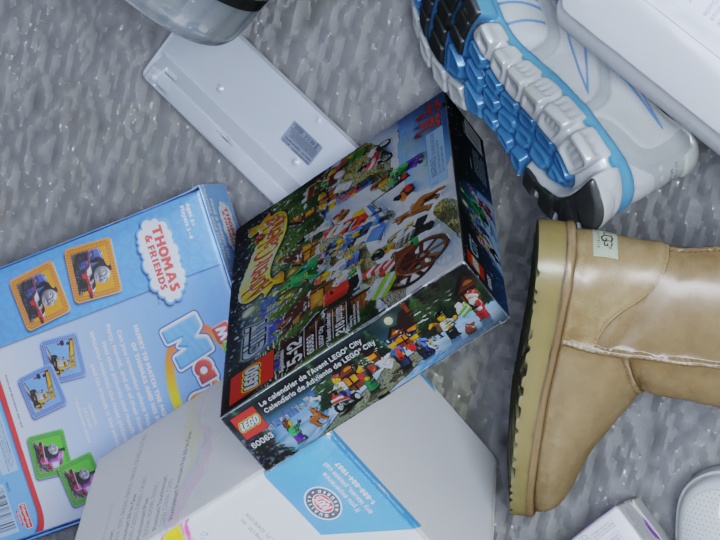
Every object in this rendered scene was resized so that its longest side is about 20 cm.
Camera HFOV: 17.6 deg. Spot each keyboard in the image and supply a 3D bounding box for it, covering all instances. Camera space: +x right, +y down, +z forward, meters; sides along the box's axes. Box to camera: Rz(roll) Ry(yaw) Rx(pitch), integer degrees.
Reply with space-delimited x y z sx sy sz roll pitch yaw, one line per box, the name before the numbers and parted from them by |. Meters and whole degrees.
keyboard | -0.035 -0.062 1.244 0.200 0.011 0.056 44 103 15

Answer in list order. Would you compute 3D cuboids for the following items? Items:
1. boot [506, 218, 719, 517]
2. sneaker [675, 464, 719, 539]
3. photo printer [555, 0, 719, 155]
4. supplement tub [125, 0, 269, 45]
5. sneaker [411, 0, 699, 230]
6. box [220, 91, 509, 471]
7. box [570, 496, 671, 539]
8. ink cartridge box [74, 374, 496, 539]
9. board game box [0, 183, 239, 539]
boot | 0.174 0.058 1.108 0.200 0.066 0.175 7 128 1
sneaker | 0.186 0.193 1.101 0.074 0.116 0.200 -20 83 25
photo printer | 0.213 -0.120 1.059 0.200 0.069 0.166 40 100 19
supplement tub | -0.052 -0.223 1.180 0.200 0.123 0.123 -46 75 19
sneaker | 0.096 -0.104 1.158 0.200 0.087 0.075 57 153 29
box | 0.000 0.000 1.126 0.137 0.200 0.038 -33 112 14
box | 0.075 0.190 1.191 0.200 0.039 0.041 -42 75 20
ink cartridge box | -0.049 0.135 1.172 0.200 0.125 0.129 -32 113 22
board game box | -0.141 0.056 1.281 0.200 0.037 0.151 -20 85 24
